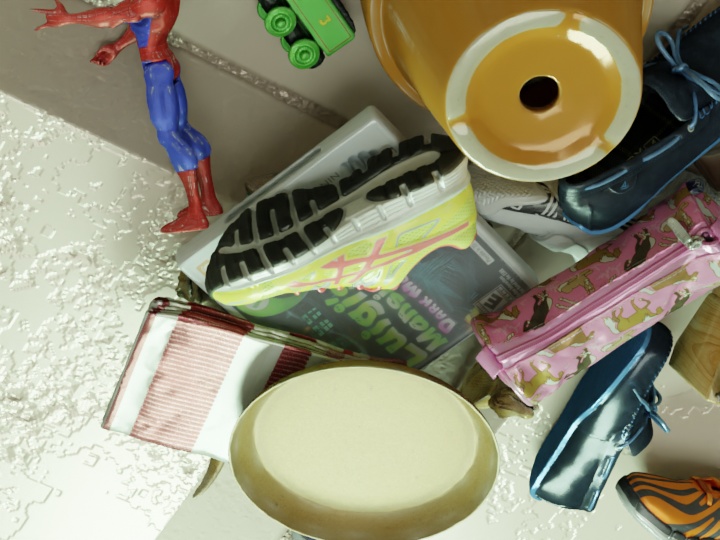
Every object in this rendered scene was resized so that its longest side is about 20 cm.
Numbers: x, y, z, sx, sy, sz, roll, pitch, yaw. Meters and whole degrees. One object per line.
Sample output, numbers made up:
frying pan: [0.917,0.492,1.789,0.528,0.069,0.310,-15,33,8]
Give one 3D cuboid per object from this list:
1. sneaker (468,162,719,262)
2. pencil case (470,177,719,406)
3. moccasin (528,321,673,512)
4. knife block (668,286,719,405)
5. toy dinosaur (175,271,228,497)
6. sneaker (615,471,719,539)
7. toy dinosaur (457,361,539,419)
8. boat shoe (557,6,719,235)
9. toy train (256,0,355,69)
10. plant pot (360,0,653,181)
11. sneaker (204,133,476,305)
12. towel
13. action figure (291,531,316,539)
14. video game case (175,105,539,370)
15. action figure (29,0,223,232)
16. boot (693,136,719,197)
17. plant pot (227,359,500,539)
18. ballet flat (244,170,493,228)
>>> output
sneaker: [0.161,-0.020,1.416,0.200,0.075,0.115,3,121,-12]
pencil case: [0.176,0.018,1.352,0.200,0.083,0.087,-33,132,12]
moccasin: [0.204,0.115,1.519,0.068,0.081,0.200,25,132,-5]
knife block: [0.278,0.078,1.371,0.064,0.176,0.200,20,141,-3]
toy dinosaur: [-0.094,0.079,1.473,0.101,0.058,0.200,2,117,12]
sneaker: [0.310,0.181,1.579,0.200,0.078,0.112,21,116,-31]
toy dinosaur: [0.097,0.089,1.481,0.101,0.200,0.058,-38,92,-20]
boat shoe: [0.215,-0.110,1.318,0.200,0.084,0.069,-53,149,-9]
toy train: [-0.071,-0.219,1.280,0.056,0.042,0.200,-34,121,5]
plant pot: [0.105,-0.158,1.251,0.200,0.183,0.200,-3,124,-4]
sneaker: [-0.008,-0.013,1.298,0.200,0.078,0.090,-21,128,7]
towel: [-0.078,0.094,1.408,0.200,0.023,0.144,16,131,-12]
action figure: [-0.012,0.173,1.530,0.130,0.069,0.200,-12,132,-15]
video game case: [0.000,0.000,1.369,0.182,0.023,0.200,-36,123,17]
action figure: [-0.160,-0.126,1.306,0.099,0.065,0.200,-4,105,10]
boot: [0.348,-0.076,1.390,0.186,0.064,0.200,-32,124,2]
plant pot: [0.003,0.131,1.405,0.200,0.028,0.200,2,134,2]
ballet flat: [0.012,-0.048,1.398,0.200,0.068,0.067,22,100,-24]
